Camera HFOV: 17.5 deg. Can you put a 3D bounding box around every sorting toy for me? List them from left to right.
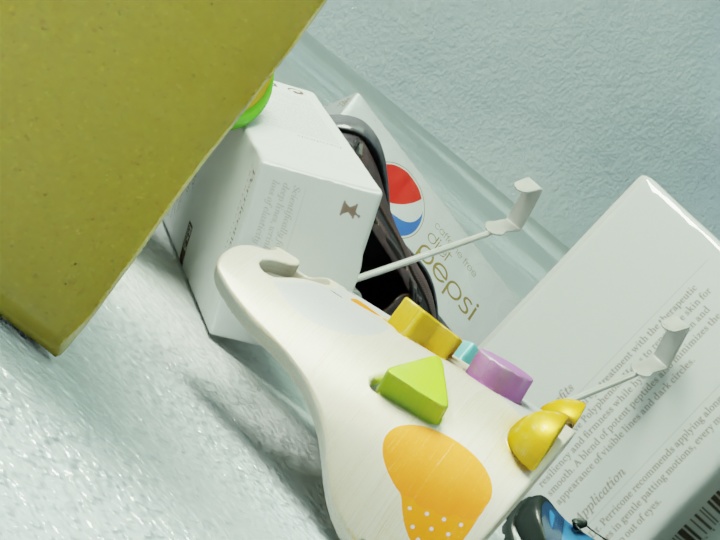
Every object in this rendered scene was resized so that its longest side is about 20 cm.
[{"bbox_3d":[0.008,0.054,1.128,0.180,0.107,0.200,41,7,7],"label":"sorting toy"}]

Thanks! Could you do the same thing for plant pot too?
[{"bbox_3d":[-0.159,-0.125,0.961,0.199,0.196,0.194,31,16,-24],"label":"plant pot"}]

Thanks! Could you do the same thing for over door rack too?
[{"bbox_3d":[0.071,0.045,1.357,0.199,0.067,0.148,-26,58,-34],"label":"over door rack"}]

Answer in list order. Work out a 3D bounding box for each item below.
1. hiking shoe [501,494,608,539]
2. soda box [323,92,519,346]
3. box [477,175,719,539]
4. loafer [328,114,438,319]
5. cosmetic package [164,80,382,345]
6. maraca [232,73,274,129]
[{"bbox_3d":[0.166,0.182,1.253,0.200,0.087,0.074,43,15,13],"label":"hiking shoe"},{"bbox_3d":[0.022,-0.013,1.516,0.200,0.063,0.068,52,48,-18],"label":"soda box"},{"bbox_3d":[0.188,0.086,1.480,0.171,0.199,0.200,44,2,23],"label":"box"},{"bbox_3d":[0.000,0.000,1.430,0.063,0.071,0.201,-84,161,-50],"label":"loafer"},{"bbox_3d":[-0.053,-0.036,1.292,0.074,0.102,0.200,14,15,-15],"label":"cosmetic package"},{"bbox_3d":[-0.127,-0.143,1.221,0.199,0.107,0.138,24,43,-28],"label":"maraca"}]
